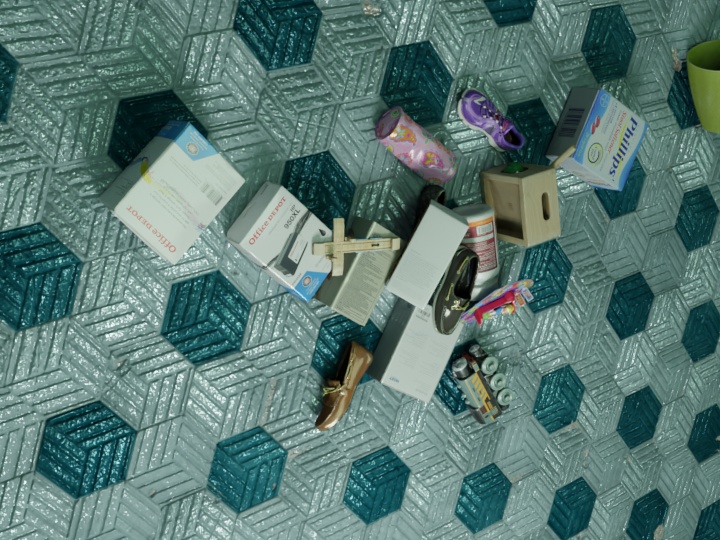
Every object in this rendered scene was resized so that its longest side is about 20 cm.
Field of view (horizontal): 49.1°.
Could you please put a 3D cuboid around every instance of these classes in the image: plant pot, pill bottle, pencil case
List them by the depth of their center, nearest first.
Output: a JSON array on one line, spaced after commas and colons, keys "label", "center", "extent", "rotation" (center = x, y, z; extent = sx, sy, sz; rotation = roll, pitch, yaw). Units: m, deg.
[{"label": "pencil case", "center": [0.122, -0.264, 1.691], "extent": [0.199, 0.087, 0.089], "rotation": [32, 85, -32]}, {"label": "pill bottle", "center": [0.262, -0.042, 1.805], "extent": [0.108, 0.109, 0.204], "rotation": [-17, 109, -25]}, {"label": "plant pot", "center": [0.956, -0.477, 2.087], "extent": [0.185, 0.187, 0.203], "rotation": [-31, 130, -20]}]

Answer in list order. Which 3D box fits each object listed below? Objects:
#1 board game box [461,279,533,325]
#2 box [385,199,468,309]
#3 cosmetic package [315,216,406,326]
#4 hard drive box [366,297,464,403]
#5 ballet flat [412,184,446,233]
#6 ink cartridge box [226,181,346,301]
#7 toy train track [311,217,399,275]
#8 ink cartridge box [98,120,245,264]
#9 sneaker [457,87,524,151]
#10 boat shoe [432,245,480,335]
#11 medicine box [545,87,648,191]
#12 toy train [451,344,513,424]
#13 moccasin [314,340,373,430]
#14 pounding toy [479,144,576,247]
[{"label": "board game box", "center": [0.320, 0.089, 1.829], "extent": [0.156, 0.200, 0.039], "rotation": [-4, 60, -47]}, {"label": "box", "center": [0.143, -0.037, 1.688], "extent": [0.096, 0.124, 0.202], "rotation": [28, 101, 1]}, {"label": "cosmetic package", "center": [0.000, 0.000, 1.675], "extent": [0.103, 0.087, 0.202], "rotation": [30, 87, -30]}, {"label": "hard drive box", "center": [0.125, 0.177, 1.795], "extent": [0.154, 0.076, 0.203], "rotation": [27, 87, -32]}, {"label": "ballet flat", "center": [0.154, -0.090, 1.762], "extent": [0.065, 0.057, 0.204], "rotation": [-2, 102, -28]}, {"label": "ink cartridge box", "center": [-0.147, -0.058, 1.578], "extent": [0.200, 0.084, 0.146], "rotation": [41, 79, -30]}, {"label": "toy train track", "center": [-0.003, -0.048, 1.593], "extent": [0.196, 0.032, 0.117], "rotation": [-5, 104, -28]}, {"label": "ink cartridge box", "center": [-0.339, -0.143, 1.410], "extent": [0.201, 0.144, 0.147], "rotation": [-50, 120, -11]}, {"label": "sneaker", "center": [0.301, -0.340, 1.774], "extent": [0.198, 0.083, 0.082], "rotation": [31, 85, -31]}, {"label": "boat shoe", "center": [0.211, 0.051, 1.731], "extent": [0.071, 0.060, 0.205], "rotation": [6, 103, -30]}, {"label": "medicine box", "center": [0.580, -0.321, 1.930], "extent": [0.198, 0.102, 0.185], "rotation": [23, 90, -31]}, {"label": "toy train", "center": [0.295, 0.278, 1.919], "extent": [0.113, 0.085, 0.202], "rotation": [-34, 116, -8]}, {"label": "moccasin", "center": [-0.047, 0.251, 1.716], "extent": [0.077, 0.074, 0.204], "rotation": [31, 88, -22]}, {"label": "pounding toy", "center": [0.386, -0.179, 1.802], "extent": [0.140, 0.183, 0.204], "rotation": [-18, 110, -25]}]
